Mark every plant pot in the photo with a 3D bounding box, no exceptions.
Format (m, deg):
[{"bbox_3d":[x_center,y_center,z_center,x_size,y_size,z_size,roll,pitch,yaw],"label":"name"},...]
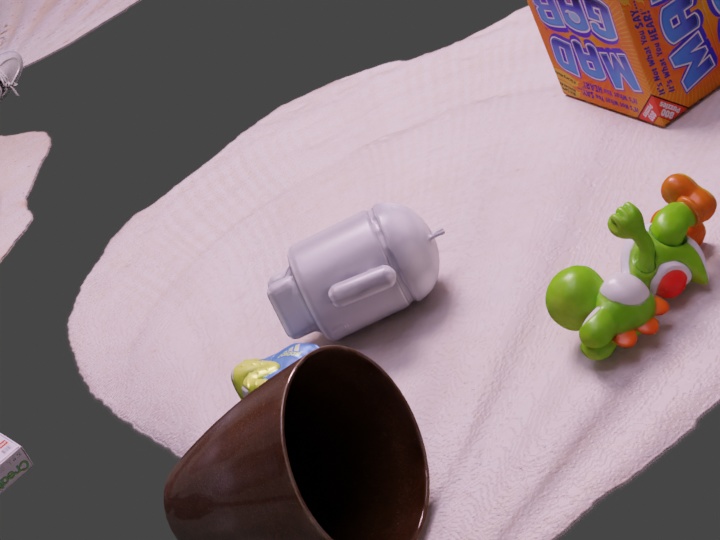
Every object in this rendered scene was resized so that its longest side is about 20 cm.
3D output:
[{"bbox_3d":[-0.073,0.186,1.241,0.199,0.187,0.187,-25,26,35],"label":"plant pot"}]

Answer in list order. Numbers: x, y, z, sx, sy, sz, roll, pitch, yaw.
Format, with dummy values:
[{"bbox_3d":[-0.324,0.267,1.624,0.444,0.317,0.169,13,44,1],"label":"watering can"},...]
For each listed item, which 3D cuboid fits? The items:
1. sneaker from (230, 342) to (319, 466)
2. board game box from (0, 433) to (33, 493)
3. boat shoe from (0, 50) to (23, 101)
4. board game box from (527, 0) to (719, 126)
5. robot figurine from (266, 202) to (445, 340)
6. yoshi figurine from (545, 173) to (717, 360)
[{"bbox_3d":[-0.061,0.121,1.407,0.105,0.076,0.200,-32,29,-9],"label":"sneaker"},{"bbox_3d":[-0.476,0.255,1.575,0.200,0.035,0.126,-42,33,-24],"label":"board game box"},{"bbox_3d":[-0.683,-0.343,2.637,0.086,0.075,0.202,0,41,39],"label":"boat shoe"},{"bbox_3d":[0.336,-0.323,1.648,0.199,0.201,0.200,-35,30,-14],"label":"board game box"},{"bbox_3d":[0.000,0.000,1.506,0.199,0.113,0.170,-26,15,4],"label":"robot figurine"},{"bbox_3d":[0.246,-0.005,1.335,0.200,0.113,0.112,-48,19,-27],"label":"yoshi figurine"}]
